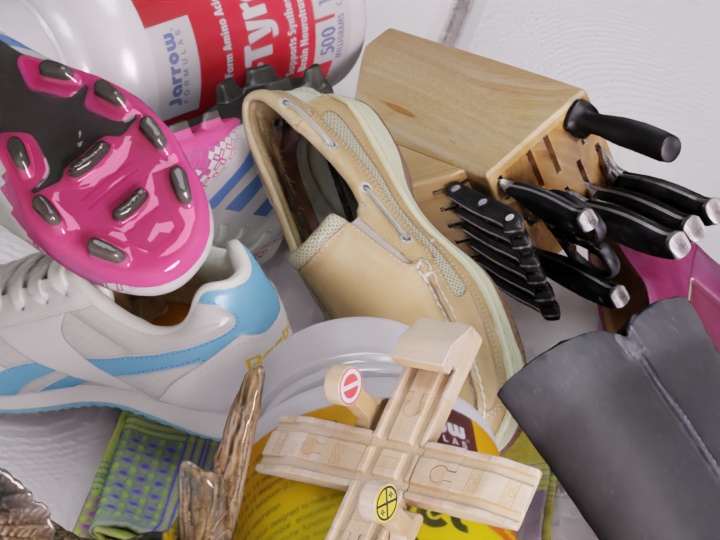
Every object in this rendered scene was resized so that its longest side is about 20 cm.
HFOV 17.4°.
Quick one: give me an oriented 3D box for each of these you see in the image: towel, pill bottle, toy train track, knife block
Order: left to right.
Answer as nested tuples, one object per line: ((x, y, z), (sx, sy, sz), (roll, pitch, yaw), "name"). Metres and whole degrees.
((-0.103, -0.117, 1.168), (0.199, 0.113, 0.112), (-24, 49, -35), "pill bottle")
((-0.011, 0.099, 0.808), (0.114, 0.033, 0.201), (8, 63, 36), "toy train track")
((-0.010, 0.087, 1.008), (0.199, 0.023, 0.144), (12, 40, 4), "towel")
((0.008, 0.118, 0.882), (0.109, 0.110, 0.201), (0, 49, -11), "pill bottle")
((0.082, -0.055, 1.110), (0.175, 0.064, 0.200), (-14, 35, 17), "knife block")

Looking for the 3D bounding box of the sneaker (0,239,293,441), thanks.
((-0.119, 0.015, 1.009), (0.199, 0.081, 0.077), (4, 42, 24), "sneaker")

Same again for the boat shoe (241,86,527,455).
((0.000, 0.000, 1.016), (0.076, 0.072, 0.200), (16, 33, -49), "boat shoe")

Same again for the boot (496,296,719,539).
((0.113, 0.118, 0.899), (0.164, 0.066, 0.201), (-14, 71, -42), "boot")

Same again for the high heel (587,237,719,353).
((0.114, 0.029, 1.059), (0.096, 0.068, 0.200), (31, 38, 11), "high heel")

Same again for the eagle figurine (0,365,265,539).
((-0.146, 0.105, 0.859), (0.199, 0.151, 0.152), (10, 57, -1), "eagle figurine")

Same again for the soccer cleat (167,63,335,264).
((-0.074, -0.034, 1.085), (0.070, 0.087, 0.200), (3, 20, 43), "soccer cleat")

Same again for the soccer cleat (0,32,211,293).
((-0.132, -0.049, 0.965), (0.200, 0.086, 0.070), (37, 73, 22), "soccer cleat")
